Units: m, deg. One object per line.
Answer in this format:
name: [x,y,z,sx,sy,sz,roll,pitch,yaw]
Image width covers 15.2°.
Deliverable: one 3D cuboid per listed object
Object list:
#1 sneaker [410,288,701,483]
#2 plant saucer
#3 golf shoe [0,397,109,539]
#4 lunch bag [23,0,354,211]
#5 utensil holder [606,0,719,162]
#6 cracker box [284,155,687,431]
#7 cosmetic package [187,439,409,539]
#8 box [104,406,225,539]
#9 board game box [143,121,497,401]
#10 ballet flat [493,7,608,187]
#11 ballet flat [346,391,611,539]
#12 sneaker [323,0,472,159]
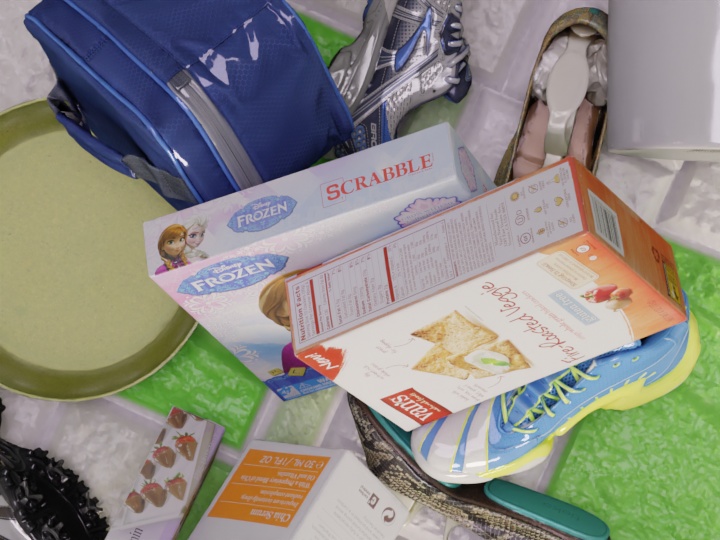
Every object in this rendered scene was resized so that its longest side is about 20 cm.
sneaker: [0.121,0.058,1.668,0.200,0.105,0.076,-26,63,-15]
plant saucer: [-0.190,-0.014,1.763,0.200,0.031,0.200,0,87,5]
golf shoe: [-0.242,0.151,1.751,0.200,0.078,0.094,49,116,4]
lunch bag: [-0.118,-0.119,1.663,0.132,0.136,0.200,-40,46,-12]
utensil holder: [0.234,-0.169,1.655,0.170,0.170,0.200,2,89,6]
cracker box: [0.074,0.018,1.594,0.200,0.134,0.058,-23,56,24]
cosmetic package: [-0.068,0.205,1.662,0.071,0.101,0.200,47,62,-30]
box: [-0.137,0.168,1.680,0.039,0.200,0.041,22,133,2]
board game box: [0.000,0.000,1.643,0.200,0.200,0.041,-18,59,17]
ballet flat: [0.123,-0.072,1.714,0.071,0.071,0.200,14,89,7]
ballet flat: [0.063,0.150,1.717,0.200,0.068,0.075,31,112,5]
sneaker: [0.041,-0.150,1.728,0.085,0.077,0.200,30,101,2]
